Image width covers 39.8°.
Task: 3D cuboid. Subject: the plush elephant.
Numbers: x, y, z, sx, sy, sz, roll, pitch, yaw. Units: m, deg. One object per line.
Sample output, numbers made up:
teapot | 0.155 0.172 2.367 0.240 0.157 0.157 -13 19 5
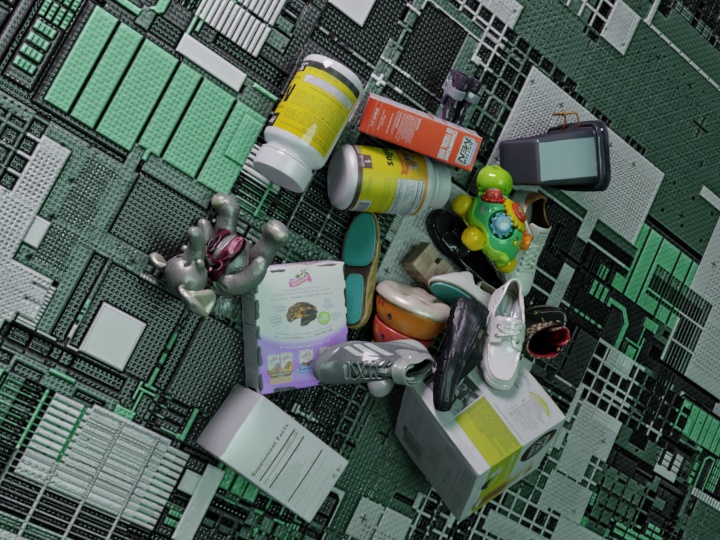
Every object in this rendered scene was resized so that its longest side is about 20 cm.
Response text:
plush elephant | -0.235 -0.013 1.520 0.154 0.164 0.202 -2 120 -52

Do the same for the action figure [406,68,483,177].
action figure | 0.153 -0.250 1.764 0.129 0.069 0.202 17 100 -34

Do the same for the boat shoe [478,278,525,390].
boat shoe | 0.242 0.101 1.666 0.070 0.070 0.202 12 55 -6

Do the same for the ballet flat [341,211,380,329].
ballet flat | 0.000 0.000 1.709 0.063 0.068 0.203 17 83 -67

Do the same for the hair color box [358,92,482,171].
hair color box | 0.098 -0.233 1.668 0.198 0.111 0.065 19 103 -4

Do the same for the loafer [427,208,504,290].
loafer | 0.200 -0.032 1.806 0.072 0.063 0.201 -46 113 -18

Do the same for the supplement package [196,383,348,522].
supplement package | -0.144 0.295 1.615 0.200 0.121 0.120 41 76 -24

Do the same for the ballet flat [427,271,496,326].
ballet flat | 0.196 0.041 1.756 0.199 0.069 0.070 31 79 -31

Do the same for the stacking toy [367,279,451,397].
stacking toy | 0.064 0.130 1.725 0.145 0.146 0.202 16 101 -28

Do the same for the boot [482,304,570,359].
boot | 0.333 0.114 1.839 0.198 0.150 0.074 -8 97 -27

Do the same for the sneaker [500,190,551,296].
sneaker | 0.311 -0.047 1.854 0.072 0.084 0.203 -1 96 -29

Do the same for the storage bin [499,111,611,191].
storage bin | 0.344 -0.211 1.804 0.133 0.200 0.148 -7 97 -18

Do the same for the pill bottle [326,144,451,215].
pill bottle | 0.050 -0.152 1.686 0.198 0.109 0.111 3 93 -25

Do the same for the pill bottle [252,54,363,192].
pill bottle | -0.086 -0.236 1.610 0.114 0.114 0.202 33 78 -26

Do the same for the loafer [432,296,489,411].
loafer | 0.167 0.139 1.625 0.070 0.068 0.202 19 64 -4

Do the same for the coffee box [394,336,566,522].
coffee box | 0.201 0.267 1.711 0.196 0.201 0.201 -27 62 -23

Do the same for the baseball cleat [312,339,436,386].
baseball cleat | 0.025 0.152 1.609 0.198 0.106 0.071 -11 109 -16

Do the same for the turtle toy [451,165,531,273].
turtle toy | 0.242 -0.099 1.783 0.145 0.101 0.202 30 37 -44

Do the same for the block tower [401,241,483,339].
block tower | 0.157 0.036 1.794 0.058 0.054 0.200 -48 114 -16

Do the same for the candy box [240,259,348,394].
candy box | -0.108 0.090 1.647 0.166 0.071 0.203 -6 97 -27
